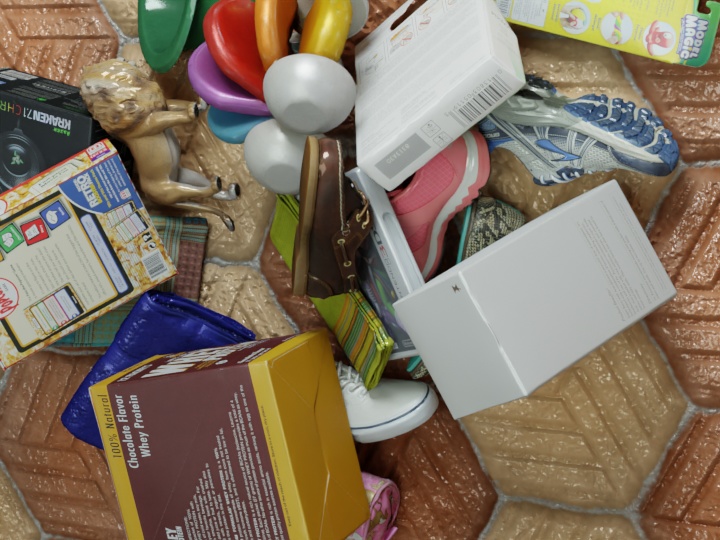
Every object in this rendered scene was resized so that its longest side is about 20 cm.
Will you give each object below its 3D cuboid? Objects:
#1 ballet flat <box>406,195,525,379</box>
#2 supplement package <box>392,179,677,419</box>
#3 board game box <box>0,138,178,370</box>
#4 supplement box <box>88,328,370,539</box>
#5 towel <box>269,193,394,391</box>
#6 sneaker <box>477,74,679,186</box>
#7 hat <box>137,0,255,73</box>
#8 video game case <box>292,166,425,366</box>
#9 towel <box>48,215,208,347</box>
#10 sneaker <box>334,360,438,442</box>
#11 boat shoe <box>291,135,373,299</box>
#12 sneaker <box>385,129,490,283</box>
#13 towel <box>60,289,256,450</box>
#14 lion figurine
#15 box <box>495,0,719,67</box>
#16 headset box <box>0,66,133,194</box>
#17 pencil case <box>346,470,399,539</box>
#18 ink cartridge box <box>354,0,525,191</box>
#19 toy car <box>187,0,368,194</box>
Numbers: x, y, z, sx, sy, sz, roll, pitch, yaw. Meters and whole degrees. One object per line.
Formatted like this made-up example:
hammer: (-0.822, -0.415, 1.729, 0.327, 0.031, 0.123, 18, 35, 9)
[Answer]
ballet flat: (0.109, 0.027, 1.529, 0.075, 0.068, 0.201, 19, 111, -1)
supplement package: (0.153, 0.026, 1.408, 0.122, 0.200, 0.120, 62, 148, 0)
board game box: (-0.301, -0.016, 1.580, 0.200, 0.046, 0.152, -29, 120, -10)
supplement box: (-0.125, 0.177, 1.547, 0.199, 0.133, 0.198, -10, 97, 26)
towel: (-0.033, 0.019, 1.557, 0.200, 0.018, 0.086, 56, 150, 24)
sneaker: (0.193, -0.115, 1.448, 0.199, 0.077, 0.085, 23, 123, 27)
hat: (-0.107, -0.265, 1.573, 0.200, 0.175, 0.166, 35, 117, 61)
video game case: (0.000, 0.000, 1.529, 0.182, 0.023, 0.200, 67, 156, -3)
towel: (-0.260, 0.012, 1.648, 0.022, 0.199, 0.147, -132, 47, -60)
sneaker: (-0.019, 0.123, 1.592, 0.199, 0.073, 0.071, -4, 127, 32)
boat shoe: (-0.024, -0.047, 1.434, 0.070, 0.071, 0.200, 3, 145, -3)
sneaker: (0.042, -0.057, 1.500, 0.200, 0.086, 0.074, -62, 32, 34)
towel: (-0.209, 0.116, 1.685, 0.147, 0.050, 0.200, 28, 116, -19)
lion figurine: (-0.202, -0.120, 1.599, 0.122, 0.073, 0.201, -6, 118, 15)
box: (0.224, -0.256, 1.401, 0.199, 0.048, 0.118, 20, 111, 23)
headset box: (-0.337, -0.094, 1.691, 0.174, 0.093, 0.201, 18, 112, 21)
pencil case: (-0.059, 0.227, 1.650, 0.199, 0.086, 0.083, 16, 92, 23)
ink cartridge box: (0.065, -0.184, 1.437, 0.161, 0.200, 0.050, -38, 119, 25)
toy car: (-0.082, -0.182, 1.465, 0.149, 0.176, 0.200, 14, 140, -8)
